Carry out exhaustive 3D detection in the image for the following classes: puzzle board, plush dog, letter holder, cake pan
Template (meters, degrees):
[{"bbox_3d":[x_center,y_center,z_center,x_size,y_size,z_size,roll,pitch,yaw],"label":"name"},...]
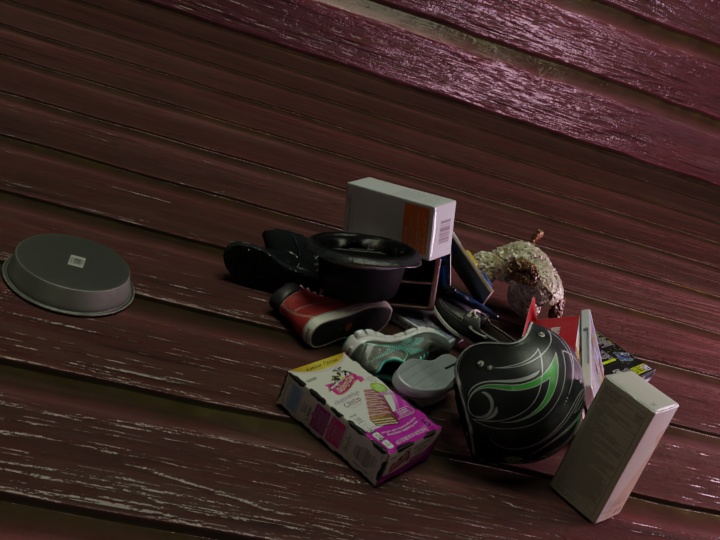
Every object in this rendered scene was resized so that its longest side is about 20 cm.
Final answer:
[{"bbox_3d":[0.205,-0.007,1.834,0.151,0.017,0.200,57,-4,9],"label":"puzzle board"},{"bbox_3d":[0.339,0.013,1.865,0.200,0.161,0.172,38,9,-29],"label":"plush dog"},{"bbox_3d":[0.055,-0.012,1.768,0.141,0.101,0.200,4,18,-10],"label":"letter holder"},{"bbox_3d":[-0.441,0.001,1.448,0.199,0.037,0.201,18,23,-8],"label":"cake pan"}]

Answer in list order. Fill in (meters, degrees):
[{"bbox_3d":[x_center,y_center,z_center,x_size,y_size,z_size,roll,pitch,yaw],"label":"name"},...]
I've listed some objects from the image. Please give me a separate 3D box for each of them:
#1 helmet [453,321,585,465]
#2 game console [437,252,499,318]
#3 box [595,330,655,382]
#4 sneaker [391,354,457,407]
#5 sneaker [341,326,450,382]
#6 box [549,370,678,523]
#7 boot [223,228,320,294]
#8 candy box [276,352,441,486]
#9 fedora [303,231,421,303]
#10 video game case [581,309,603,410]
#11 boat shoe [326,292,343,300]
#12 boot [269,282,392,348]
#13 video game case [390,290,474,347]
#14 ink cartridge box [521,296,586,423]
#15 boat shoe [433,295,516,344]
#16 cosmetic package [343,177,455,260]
[{"bbox_3d":[0.239,0.182,1.403,0.189,0.202,0.200,-12,27,1],"label":"helmet"},{"bbox_3d":[0.186,-0.007,1.812,0.117,0.172,0.200,-2,10,-10],"label":"game console"},{"bbox_3d":[0.442,0.171,1.825,0.193,0.048,0.199,38,28,30],"label":"box"},{"bbox_3d":[0.102,0.181,1.465,0.073,0.071,0.199,42,21,25],"label":"sneaker"},{"bbox_3d":[0.068,0.147,1.539,0.198,0.078,0.091,-3,41,-29],"label":"sneaker"},{"bbox_3d":[0.367,0.255,1.379,0.077,0.201,0.095,-2,33,-45],"label":"box"},{"bbox_3d":[-0.156,-0.028,1.710,0.197,0.074,0.163,21,24,-19],"label":"boot"},{"bbox_3d":[-0.002,0.206,1.349,0.199,0.061,0.136,34,26,28],"label":"candy box"},{"bbox_3d":[0.000,0.000,1.584,0.199,0.092,0.201,7,15,-2],"label":"fedora"},{"bbox_3d":[0.395,0.182,1.607,0.018,0.144,0.201,-9,32,19],"label":"video game case"},{"bbox_3d":[-0.045,0.004,1.741,0.075,0.093,0.200,40,-13,-15],"label":"boat shoe"},{"bbox_3d":[-0.052,0.058,1.620,0.199,0.073,0.144,-7,35,-42],"label":"boot"},{"bbox_3d":[0.127,0.076,1.789,0.181,0.023,0.200,31,25,21],"label":"video game case"},{"bbox_3d":[0.329,0.153,1.585,0.083,0.177,0.200,-7,17,18],"label":"ink cartridge box"},{"bbox_3d":[0.214,0.106,1.706,0.200,0.061,0.074,44,30,20],"label":"boat shoe"},{"bbox_3d":[0.068,-0.095,1.706,0.199,0.102,0.071,18,23,36],"label":"cosmetic package"}]
